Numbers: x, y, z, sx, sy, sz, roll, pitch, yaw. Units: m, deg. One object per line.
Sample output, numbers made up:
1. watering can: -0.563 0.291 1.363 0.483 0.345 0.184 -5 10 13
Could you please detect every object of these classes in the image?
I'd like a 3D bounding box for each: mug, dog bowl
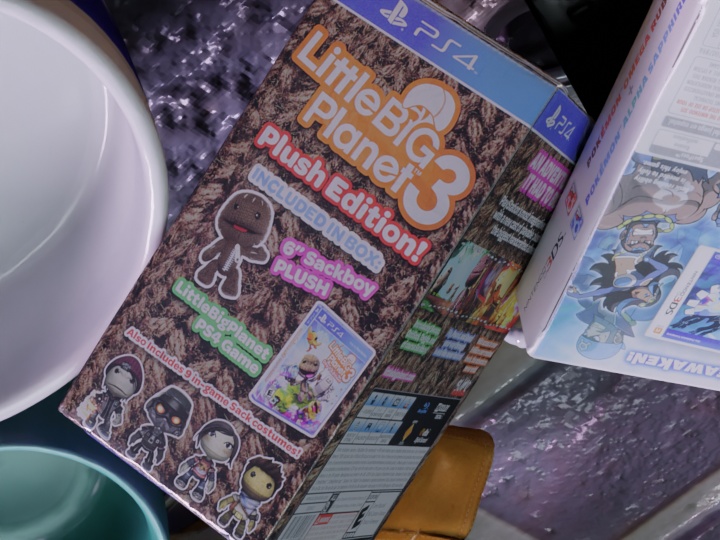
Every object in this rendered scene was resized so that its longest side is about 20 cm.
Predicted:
1. mug: -0.177 0.128 0.985 0.151 0.115 0.185 31 108 -25
2. dog bowl: -0.173 -0.037 0.752 0.198 0.079 0.201 -9 128 -12

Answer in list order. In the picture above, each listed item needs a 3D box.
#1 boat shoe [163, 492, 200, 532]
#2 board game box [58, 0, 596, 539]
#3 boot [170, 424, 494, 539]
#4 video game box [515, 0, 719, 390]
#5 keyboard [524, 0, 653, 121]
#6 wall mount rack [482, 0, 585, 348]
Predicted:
1. boat shoe: -0.099 0.124 1.070 0.200 0.057 0.067 -41 132 20
2. board game box: 0.000 0.000 0.805 0.201 0.097 0.159 -57 164 4
3. boot: -0.026 0.149 1.029 0.143 0.071 0.202 15 121 -31
4. video game box: 0.182 -0.028 0.778 0.198 0.047 0.183 11 127 -16
5. keyboard: 0.160 -0.148 0.839 0.199 0.040 0.104 -28 109 11
6. wall mount rack: 0.130 -0.037 0.924 0.172 0.075 0.201 -13 137 12
